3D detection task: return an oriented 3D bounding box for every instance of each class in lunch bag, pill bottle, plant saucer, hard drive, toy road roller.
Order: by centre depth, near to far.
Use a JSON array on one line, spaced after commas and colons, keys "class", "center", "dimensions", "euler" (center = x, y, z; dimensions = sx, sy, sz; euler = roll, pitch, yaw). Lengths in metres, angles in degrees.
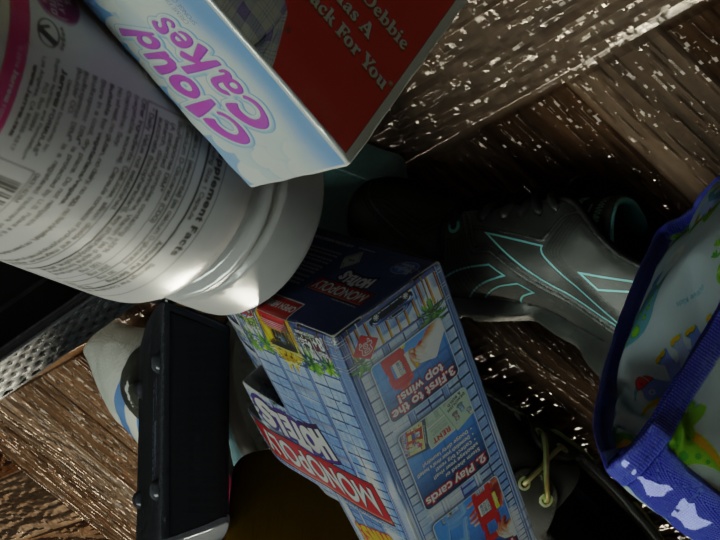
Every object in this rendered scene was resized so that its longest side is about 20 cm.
[{"class": "lunch bag", "center": [0.179, 0.055, 0.659], "dimensions": [0.170, 0.200, 0.127], "euler": [37, 131, -4]}, {"class": "pill bottle", "center": [-0.114, -0.052, 0.753], "dimensions": [0.113, 0.113, 0.200], "euler": [6, 168, 41]}, {"class": "plant saucer", "center": [0.000, 0.000, 0.962], "dimensions": [0.070, 0.019, 0.200], "euler": [21, 150, 23]}, {"class": "hard drive", "center": [-0.099, 0.090, 1.011], "dimensions": [0.042, 0.135, 0.200], "euler": [1, 171, -10]}, {"class": "toy road roller", "center": [0.003, 0.169, 1.041], "dimensions": [0.200, 0.123, 0.146], "euler": [-13, 129, 11]}]

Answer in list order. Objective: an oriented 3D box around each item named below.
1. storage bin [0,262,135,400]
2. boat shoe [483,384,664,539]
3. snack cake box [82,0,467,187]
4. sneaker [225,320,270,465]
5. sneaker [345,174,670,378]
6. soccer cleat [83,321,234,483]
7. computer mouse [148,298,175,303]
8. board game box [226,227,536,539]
[{"class": "storage bin", "center": [-0.194, -0.015, 0.926], "dimensions": [0.135, 0.200, 0.094], "euler": [51, 153, 5]}, {"class": "boat shoe", "center": [0.096, 0.115, 0.990], "dimensions": [0.061, 0.072, 0.201], "euler": [-15, 130, 45]}, {"class": "snack cake box", "center": [-0.055, -0.143, 0.696], "dimensions": [0.067, 0.115, 0.200], "euler": [-9, 130, 50]}, {"class": "sneaker", "center": [-0.058, 0.095, 1.112], "dimensions": [0.082, 0.074, 0.200], "euler": [17, 143, 35]}, {"class": "sneaker", "center": [0.085, -0.012, 0.822], "dimensions": [0.200, 0.075, 0.079], "euler": [22, 127, 24]}, {"class": "soccer cleat", "center": [-0.106, 0.105, 1.197], "dimensions": [0.086, 0.070, 0.200], "euler": [24, 152, 52]}, {"class": "computer mouse", "center": [-0.187, 0.029, 1.031], "dimensions": [0.110, 0.200, 0.044], "euler": [0, 104, 46]}, {"class": "board game box", "center": [0.004, 0.077, 0.879], "dimensions": [0.200, 0.062, 0.200], "euler": [17, 138, 60]}]
